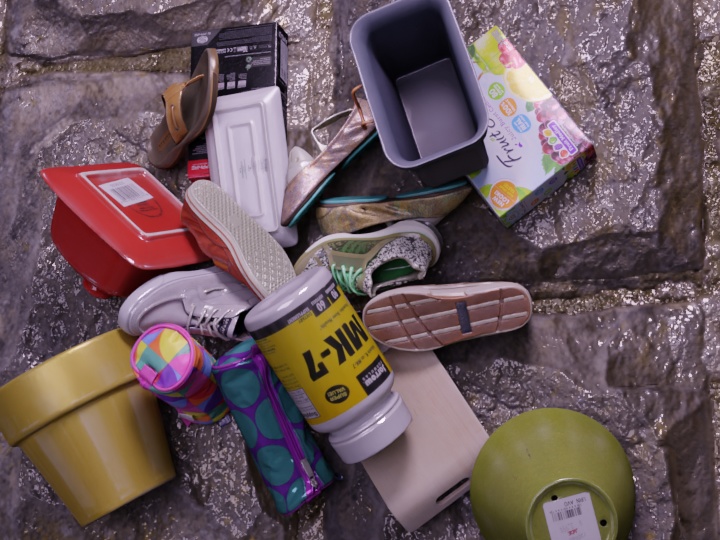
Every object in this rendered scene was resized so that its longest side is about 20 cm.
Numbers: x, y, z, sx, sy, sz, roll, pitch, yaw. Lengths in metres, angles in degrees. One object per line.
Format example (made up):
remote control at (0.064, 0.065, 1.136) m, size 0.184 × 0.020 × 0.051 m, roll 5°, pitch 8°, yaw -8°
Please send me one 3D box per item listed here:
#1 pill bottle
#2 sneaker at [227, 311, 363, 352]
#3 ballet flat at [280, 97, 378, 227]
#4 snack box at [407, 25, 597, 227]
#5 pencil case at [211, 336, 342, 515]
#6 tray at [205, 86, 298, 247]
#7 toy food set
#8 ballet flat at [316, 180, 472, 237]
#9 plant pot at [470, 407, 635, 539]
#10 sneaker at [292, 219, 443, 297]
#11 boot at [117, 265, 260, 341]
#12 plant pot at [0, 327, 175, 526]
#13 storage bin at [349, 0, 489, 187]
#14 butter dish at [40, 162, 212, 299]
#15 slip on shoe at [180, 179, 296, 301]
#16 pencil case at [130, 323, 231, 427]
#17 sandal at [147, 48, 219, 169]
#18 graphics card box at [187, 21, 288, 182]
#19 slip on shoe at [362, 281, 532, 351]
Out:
pill bottle at (-0.033, 0.107, 1.543) m, size 0.114 × 0.114 × 0.201 m, roll -32°, pitch 99°, yaw 7°
sneaker at (-0.069, 0.092, 1.678) m, size 0.198 × 0.079 × 0.096 m, roll -6°, pitch 42°, yaw 25°
ballet flat at (-0.048, -0.138, 1.701) m, size 0.067 × 0.068 × 0.200 m, roll 42°, pitch 69°, yaw 2°
snack box at (0.171, -0.175, 1.669) m, size 0.142 × 0.053 × 0.201 m, roll -38°, pitch 68°, yaw 6°
pencil case at (-0.100, 0.178, 1.612) m, size 0.085 × 0.092 × 0.202 m, roll -30°, pitch 100°, yaw -28°
tray at (-0.141, -0.124, 1.717) m, size 0.106 × 0.022 × 0.203 m, roll -9°, pitch 86°, yaw 14°
toy food set at (0.062, 0.183, 1.621) m, size 0.143 × 0.060 × 0.201 m, roll -37°, pitch 61°, yaw 6°
ballet flat at (0.043, -0.066, 1.682) m, size 0.197 × 0.071 × 0.072 m, roll -7°, pitch 75°, yaw 14°
plant pot at (0.210, 0.249, 1.451) m, size 0.184 × 0.200 × 0.190 m, roll 0°, pitch 90°, yaw 3°
sneaker at (0.000, 0.000, 1.643) m, size 0.198 × 0.089 × 0.077 m, roll -18°, pitch 117°, yaw 19°
boot at (-0.186, 0.048, 1.653) m, size 0.095 × 0.199 × 0.074 m, roll 35°, pitch 130°, yaw 35°
plant pot at (-0.320, 0.195, 1.664) m, size 0.199 × 0.201 × 0.190 m, roll -28°, pitch 85°, yaw 8°
storage bin at (0.072, -0.194, 1.603) m, size 0.144 × 0.134 × 0.202 m, roll -21°, pitch 68°, yaw 9°
butter dish at (-0.303, -0.030, 1.729) m, size 0.199 × 0.199 × 0.149 m, roll 42°, pitch 115°, yaw 19°
slip on shoe at (-0.147, -0.021, 1.673) m, size 0.200 × 0.074 × 0.061 m, roll 47°, pitch 131°, yaw 12°
pencil case at (-0.208, 0.129, 1.639) m, size 0.087 × 0.200 × 0.090 m, roll -4°, pitch 69°, yaw 9°
sandal at (-0.232, -0.200, 1.738) m, size 0.200 × 0.053 × 0.081 m, roll -46°, pitch 47°, yaw 41°
graphics card box at (-0.158, -0.214, 1.780) m, size 0.124 × 0.051 × 0.203 m, roll -5°, pitch 77°, yaw 16°
slip on shoe at (0.102, 0.047, 1.613) m, size 0.197 × 0.061 × 0.077 m, roll -10°, pitch 97°, yaw 4°
